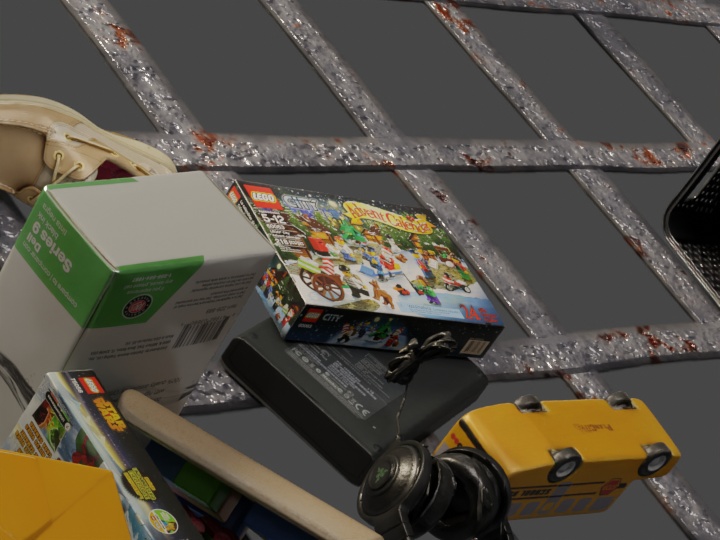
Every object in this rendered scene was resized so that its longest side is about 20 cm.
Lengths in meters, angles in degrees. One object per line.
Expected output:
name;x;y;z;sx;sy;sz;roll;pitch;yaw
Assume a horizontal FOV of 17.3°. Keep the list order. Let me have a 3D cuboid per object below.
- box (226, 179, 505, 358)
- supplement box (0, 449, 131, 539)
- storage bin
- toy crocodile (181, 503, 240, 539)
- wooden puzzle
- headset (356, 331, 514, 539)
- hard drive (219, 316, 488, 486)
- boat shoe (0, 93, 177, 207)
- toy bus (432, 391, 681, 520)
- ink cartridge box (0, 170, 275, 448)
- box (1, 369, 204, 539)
box;0.000;0.000;1.802;0.200;0.038;0.137;7;40;-40
supplement box;-0.204;0.224;1.165;0.133;0.200;0.197;14;35;-32
storage bin;0.394;-0.022;2.207;0.094;0.135;0.200;3;42;-43
toy crocodile;-0.090;0.182;1.449;0.200;0.062;0.067;37;-1;-31
wooden puzzle;-0.060;0.155;1.482;0.185;0.046;0.200;29;-9;17
headset;0.060;0.147;1.642;0.123;0.094;0.200;12;52;-49
hard drive;0.000;0.074;1.766;0.140;0.033;0.200;41;30;12
boat shoe;-0.211;-0.071;1.721;0.200;0.074;0.069;14;29;-34
toy bus;0.149;0.142;1.775;0.200;0.078;0.065;1;43;-45
ink cartridge box;-0.165;0.043;1.474;0.084;0.200;0.146;46;31;25
box;-0.150;0.175;1.358;0.040;0.137;0.200;-1;46;-46
